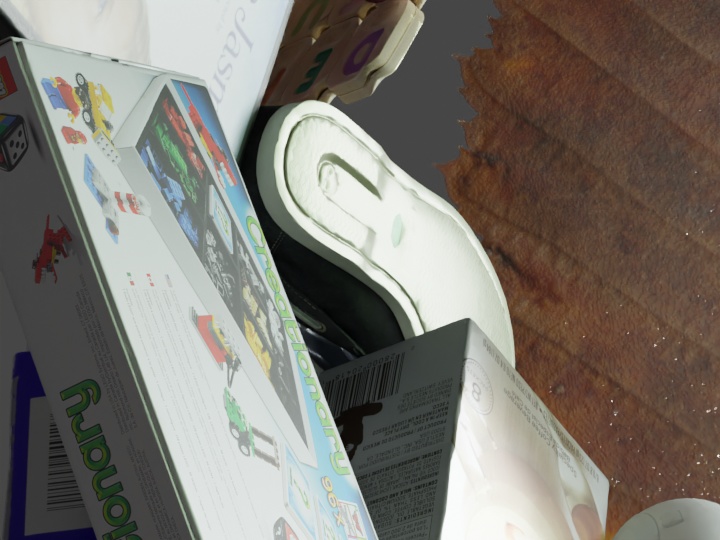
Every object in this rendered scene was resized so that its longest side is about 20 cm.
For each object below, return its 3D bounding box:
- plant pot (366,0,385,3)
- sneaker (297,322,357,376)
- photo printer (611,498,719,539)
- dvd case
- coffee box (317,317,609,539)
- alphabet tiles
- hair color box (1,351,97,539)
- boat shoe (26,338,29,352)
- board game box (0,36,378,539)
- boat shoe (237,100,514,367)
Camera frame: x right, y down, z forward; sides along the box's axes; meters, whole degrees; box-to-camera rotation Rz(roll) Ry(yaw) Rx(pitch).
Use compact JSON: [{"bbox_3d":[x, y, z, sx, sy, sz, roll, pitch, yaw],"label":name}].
[{"bbox_3d":[-0.022,-0.222,1.181,0.200,0.179,0.200,-48,-164,18],"label":"plant pot"},{"bbox_3d":[-0.058,0.036,1.167,0.129,0.198,0.080,-26,-128,49],"label":"sneaker"},{"bbox_3d":[0.101,0.187,1.115,0.201,0.069,0.166,-55,-177,9],"label":"photo printer"},{"bbox_3d":[-0.075,-0.111,0.940,0.200,0.017,0.144,54,48,-57],"label":"dvd case"},{"bbox_3d":[0.029,0.135,1.027,0.114,0.079,0.201,48,36,-33],"label":"coffee box"},{"bbox_3d":[-0.026,-0.105,1.276,0.199,0.015,0.196,-15,-140,55],"label":"alphabet tiles"},{"bbox_3d":[-0.079,0.133,0.932,0.110,0.064,0.201,-94,178,-49],"label":"hair color box"},{"bbox_3d":[-0.078,0.077,1.031,0.068,0.073,0.200,37,-22,58],"label":"boat shoe"},{"bbox_3d":[-0.055,0.030,0.844,0.126,0.034,0.201,6,61,-66],"label":"board game box"},{"bbox_3d":[0.000,0.000,1.094,0.200,0.067,0.072,45,49,-41],"label":"boat shoe"}]
